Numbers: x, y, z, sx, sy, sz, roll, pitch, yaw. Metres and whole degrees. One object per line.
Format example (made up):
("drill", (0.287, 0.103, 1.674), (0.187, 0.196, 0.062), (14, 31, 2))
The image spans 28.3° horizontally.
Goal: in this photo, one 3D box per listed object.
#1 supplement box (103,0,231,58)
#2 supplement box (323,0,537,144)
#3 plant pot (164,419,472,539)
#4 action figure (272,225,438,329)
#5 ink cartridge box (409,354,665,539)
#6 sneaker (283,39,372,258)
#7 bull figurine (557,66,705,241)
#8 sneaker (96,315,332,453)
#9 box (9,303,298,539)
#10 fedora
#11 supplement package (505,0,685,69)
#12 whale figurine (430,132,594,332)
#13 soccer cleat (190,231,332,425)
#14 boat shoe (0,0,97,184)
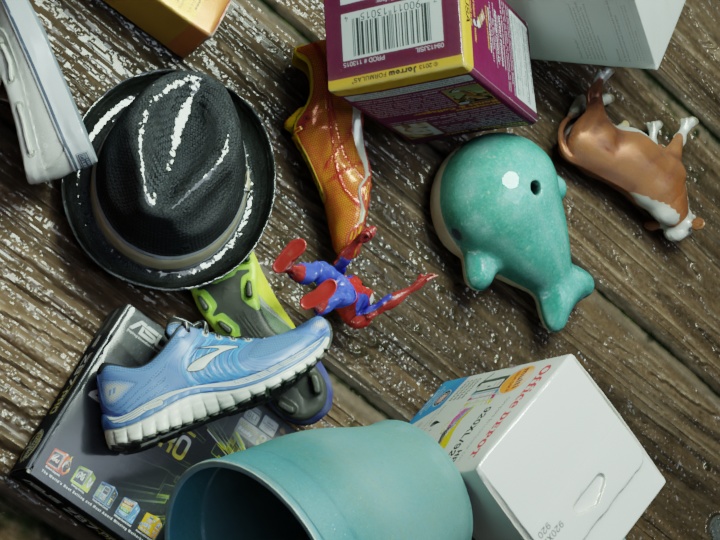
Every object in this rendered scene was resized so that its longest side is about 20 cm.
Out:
("supplement box", (-0.206, -0.270, 1.214), (0.199, 0.066, 0.069), (33, 65, -21))
("supplement box", (0.066, -0.191, 1.265), (0.200, 0.129, 0.105), (21, 63, -65))
("plant pot", (-0.019, 0.208, 1.109), (0.187, 0.199, 0.203), (-22, 91, -43))
("action figure", (0.000, 0.000, 1.209), (0.099, 0.200, 0.066), (-38, 76, 4))
("ink cartridge box", (0.127, 0.183, 1.234), (0.147, 0.199, 0.145), (-45, 102, -29))
("sneaker", (-0.030, -0.107, 1.293), (0.076, 0.073, 0.203), (-6, 79, -7))
("bull figurine", (0.288, -0.116, 1.471), (0.198, 0.065, 0.123), (28, 63, -25))
("sneaker", (-0.115, 0.070, 1.122), (0.198, 0.079, 0.090), (-19, 80, -18))
("box", (-0.160, 0.152, 1.163), (0.199, 0.049, 0.162), (40, 60, -19))
("fedora", (-0.152, -0.090, 1.164), (0.197, 0.092, 0.203), (5, 67, -11))
("supplement package", (0.188, -0.312, 1.335), (0.148, 0.198, 0.192), (-63, 145, -24))
("whale figurine", (0.158, -0.039, 1.355), (0.159, 0.103, 0.201), (-44, 103, -30))
("soccer cleat", (-0.091, 0.046, 1.223), (0.064, 0.084, 0.201), (-32, 78, -2))
("boat shoe", (-0.285, -0.157, 1.142), (0.085, 0.075, 0.204), (-24, 78, -6))
